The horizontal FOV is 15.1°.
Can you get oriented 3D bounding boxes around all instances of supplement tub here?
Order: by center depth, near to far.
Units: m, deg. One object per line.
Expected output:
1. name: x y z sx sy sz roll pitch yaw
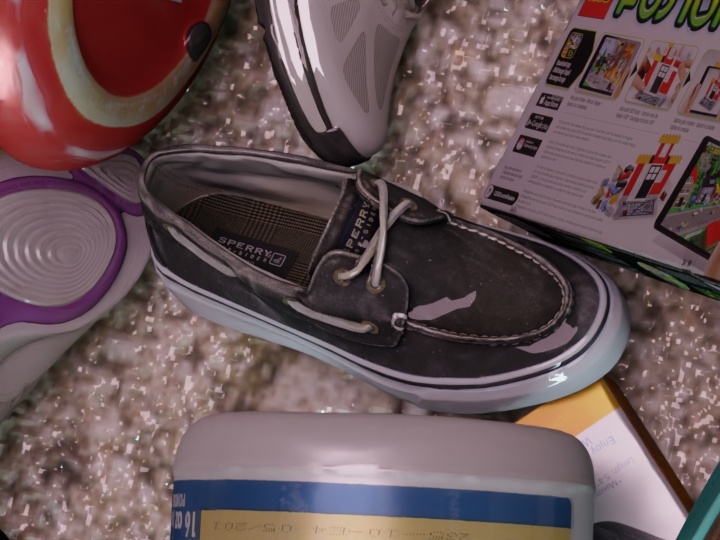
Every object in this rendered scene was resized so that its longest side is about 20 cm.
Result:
1. supplement tub: 0.004 0.151 0.912 0.144 0.145 0.201 1 83 18

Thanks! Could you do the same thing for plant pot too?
1. plant pot: -0.153 -0.135 1.021 0.182 0.200 0.201 18 86 24

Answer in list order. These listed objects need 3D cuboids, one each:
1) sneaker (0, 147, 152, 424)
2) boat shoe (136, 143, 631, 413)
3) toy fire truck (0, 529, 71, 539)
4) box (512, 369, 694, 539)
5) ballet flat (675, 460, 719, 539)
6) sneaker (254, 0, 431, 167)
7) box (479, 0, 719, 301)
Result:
1. sneaker: -0.159 0.024 1.063 0.075 0.100 0.200 44 70 -9
2. boat shoe: 0.000 0.000 1.003 0.199 0.071 0.072 10 63 26
3. toy fire truck: -0.136 0.211 1.012 0.176 0.129 0.201 10 101 24
4. box: 0.092 0.151 0.980 0.119 0.041 0.200 -34 74 9
5. ballet flat: 0.169 0.034 0.875 0.065 0.071 0.200 26 112 1
6. sneaker: 0.023 -0.142 1.036 0.115 0.076 0.201 -7 76 18
7. box: 0.115 -0.051 0.939 0.035 0.200 0.110 27 89 -22
